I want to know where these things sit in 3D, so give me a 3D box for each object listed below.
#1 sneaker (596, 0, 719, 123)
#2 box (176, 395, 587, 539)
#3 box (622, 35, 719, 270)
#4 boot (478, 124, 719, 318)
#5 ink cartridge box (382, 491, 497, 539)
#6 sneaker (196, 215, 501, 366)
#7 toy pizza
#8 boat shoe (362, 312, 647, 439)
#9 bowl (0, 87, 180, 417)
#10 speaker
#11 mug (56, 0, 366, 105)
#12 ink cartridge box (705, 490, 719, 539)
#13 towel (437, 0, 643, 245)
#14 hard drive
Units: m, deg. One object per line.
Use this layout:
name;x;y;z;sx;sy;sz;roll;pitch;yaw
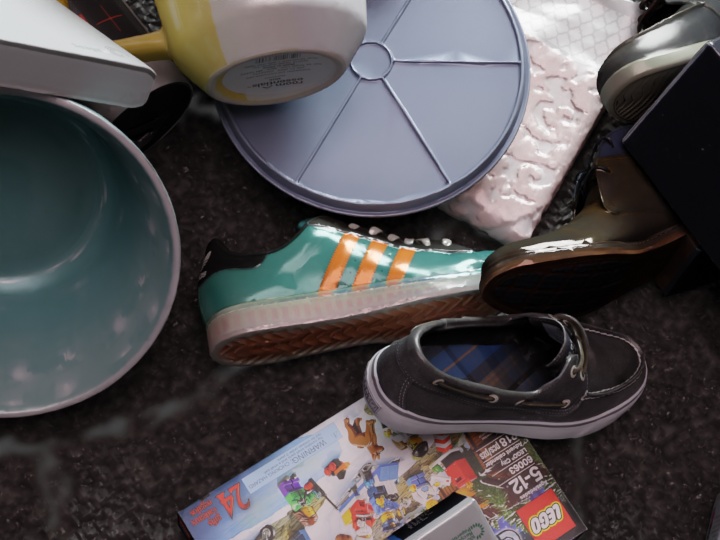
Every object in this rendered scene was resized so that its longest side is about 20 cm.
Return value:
sneaker;0.192;-0.165;1.133;0.199;0.075;0.107;-24;75;-43
box;0.012;0.149;1.048;0.199;0.038;0.137;-31;76;-15
box;0.294;-0.058;1.081;0.181;0.104;0.201;-26;74;-38
boot;0.140;-0.032;1.097;0.198;0.075;0.098;-7;59;-32
ink cartridge box;0.065;0.234;1.001;0.099;0.039;0.201;-30;97;-15
sneaker;0.000;0.000;1.084;0.198;0.072;0.081;-8;66;-13
toy pizza;0.006;-0.123;1.116;0.198;0.032;0.203;1;69;-3
boat shoe;0.096;0.052;1.040;0.198;0.066;0.071;2;58;-31
bowl;-0.204;-0.028;1.032;0.198;0.203;0.105;-6;27;-7
speaker;-0.191;-0.161;1.121;0.081;0.081;0.201;-35;76;-15
mug;-0.074;-0.177;1.058;0.149;0.185;0.155;7;67;-50
ink cartridge box;0.278;0.246;1.035;0.194;0.043;0.202;18;73;2
towel;0.064;-0.137;1.159;0.199;0.032;0.192;31;71;7
hard drive;-0.221;-0.152;0.995;0.199;0.131;0.026;36;108;32
